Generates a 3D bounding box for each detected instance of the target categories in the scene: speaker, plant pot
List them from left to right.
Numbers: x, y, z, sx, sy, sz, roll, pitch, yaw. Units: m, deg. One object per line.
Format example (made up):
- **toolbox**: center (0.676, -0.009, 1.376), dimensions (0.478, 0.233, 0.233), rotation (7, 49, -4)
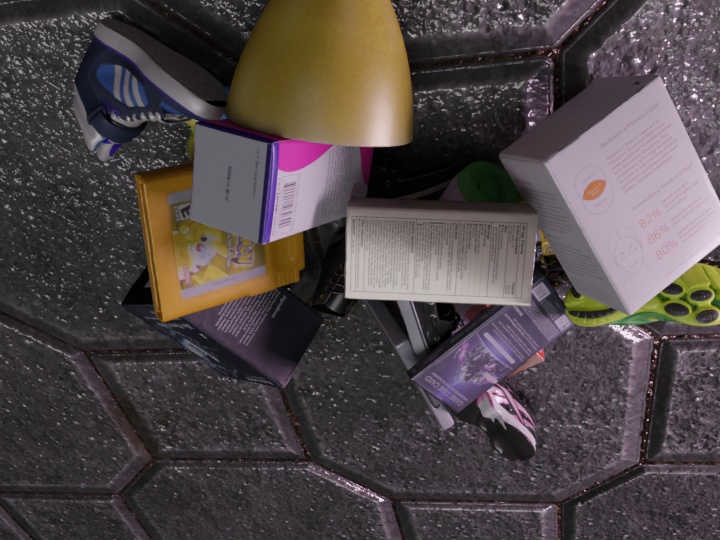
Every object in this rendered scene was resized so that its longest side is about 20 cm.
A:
- **plant pot**: center (-0.034, -0.219, 0.769), dimensions (0.199, 0.200, 0.143), rotation (9, 110, 2)
- **speaker**: center (0.113, -0.040, 0.925), dimensions (0.088, 0.089, 0.200), rotation (22, 135, -12)

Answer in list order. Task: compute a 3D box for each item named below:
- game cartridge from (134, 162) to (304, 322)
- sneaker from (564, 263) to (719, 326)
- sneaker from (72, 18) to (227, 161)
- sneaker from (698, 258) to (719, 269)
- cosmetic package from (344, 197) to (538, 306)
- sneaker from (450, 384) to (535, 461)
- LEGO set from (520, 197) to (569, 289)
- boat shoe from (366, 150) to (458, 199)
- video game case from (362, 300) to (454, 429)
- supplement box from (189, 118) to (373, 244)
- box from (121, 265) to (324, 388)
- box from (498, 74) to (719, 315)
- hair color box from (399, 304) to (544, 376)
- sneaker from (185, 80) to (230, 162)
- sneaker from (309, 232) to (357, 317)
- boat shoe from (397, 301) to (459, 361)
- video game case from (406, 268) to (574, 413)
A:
- **game cartridge**: center (-0.158, -0.047, 0.894), dimensions (0.199, 0.032, 0.177), rotation (-17, 117, -31)
- **sneaker**: center (0.347, 0.029, 0.893), dimensions (0.199, 0.083, 0.075), rotation (-3, 90, 26)
- **sneaker**: center (-0.244, -0.175, 0.845), dimensions (0.200, 0.080, 0.147), rotation (37, 116, 20)
- **sneaker**: center (0.419, 0.019, 0.929), dimensions (0.084, 0.075, 0.200), rotation (32, 165, -9)
- **cosmetic package**: center (0.083, -0.022, 0.811), dimensions (0.199, 0.073, 0.104), rotation (3, 104, 2)
- **sneaker**: center (0.204, 0.209, 1.198), dimensions (0.080, 0.086, 0.200), rotation (-35, 98, 33)
- **LEGO set**: center (0.256, -0.031, 0.925), dimensions (0.153, 0.116, 0.201), rotation (0, 133, 10)
- **boat shoe**: center (0.020, -0.112, 0.926), dimensions (0.198, 0.075, 0.066), rotation (-13, 101, 12)
- **video game case**: center (0.052, 0.101, 1.044), dimensions (0.022, 0.200, 0.182), rotation (-31, 127, -2)
- **supplement box**: center (-0.077, -0.107, 0.803), dimensions (0.103, 0.200, 0.102), rotation (19, 112, 27)
- **box**: center (-0.193, 0.057, 1.036), dimensions (0.200, 0.118, 0.196), rotation (40, 158, -26)
- **box**: center (0.274, -0.083, 0.809), dimensions (0.152, 0.106, 0.200), rotation (-36, 109, -5)
- **hair color box**: center (0.162, 0.075, 1.083), dimensions (0.111, 0.064, 0.200), rotation (-32, 122, 32)
- **sneaker**: center (-0.157, -0.140, 0.924), dimensions (0.104, 0.076, 0.201), rotation (2, 133, 7)
- **sneaker**: center (0.000, 0.000, 0.954), dimensions (0.075, 0.107, 0.200), rotation (24, 161, -14)
- **boat shoe**: center (0.088, 0.055, 0.919), dimensions (0.056, 0.069, 0.200), rotation (-8, 130, 20)
- **video game case**: center (0.168, 0.095, 0.939), dimensions (0.200, 0.019, 0.143), rotation (-38, 140, 8)
